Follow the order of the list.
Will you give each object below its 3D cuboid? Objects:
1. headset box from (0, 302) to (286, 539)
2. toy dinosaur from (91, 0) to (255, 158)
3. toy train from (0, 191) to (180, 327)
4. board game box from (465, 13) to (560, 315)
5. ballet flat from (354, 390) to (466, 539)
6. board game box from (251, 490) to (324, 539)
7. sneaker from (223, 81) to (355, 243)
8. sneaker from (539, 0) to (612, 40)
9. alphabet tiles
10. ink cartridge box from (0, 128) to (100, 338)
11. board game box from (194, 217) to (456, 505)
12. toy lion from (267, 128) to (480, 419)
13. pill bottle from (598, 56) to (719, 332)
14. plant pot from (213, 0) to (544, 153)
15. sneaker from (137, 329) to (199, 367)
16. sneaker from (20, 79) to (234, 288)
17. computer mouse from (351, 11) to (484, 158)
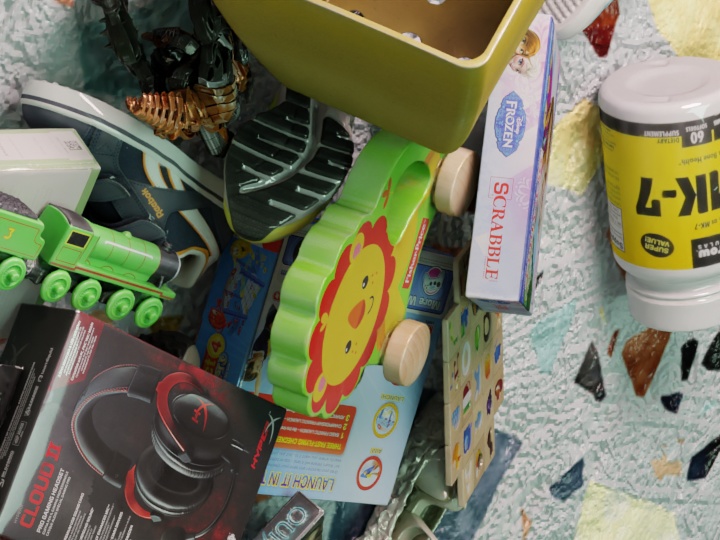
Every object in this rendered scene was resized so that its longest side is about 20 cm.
[{"bbox_3d":[-0.163,0.119,1.444,0.200,0.075,0.149,29,75,-35],"label":"headset box"},{"bbox_3d":[-0.108,-0.133,1.454,0.102,0.200,0.136,-18,104,-5],"label":"toy dinosaur"},{"bbox_3d":[-0.183,-0.009,1.406,0.200,0.042,0.056,18,106,-53],"label":"toy train"},{"bbox_3d":[0.112,-0.072,1.635,0.200,0.041,0.201,25,72,-83],"label":"board game box"},{"bbox_3d":[0.046,0.192,1.756,0.072,0.072,0.200,35,80,-42],"label":"ballet flat"},{"bbox_3d":[-0.102,0.257,1.626,0.200,0.028,0.135,-46,165,-20],"label":"board game box"},{"bbox_3d":[-0.045,-0.070,1.536,0.200,0.078,0.090,-63,176,-50],"label":"sneaker"},{"bbox_3d":[0.210,-0.249,1.741,0.082,0.074,0.200,41,78,-38],"label":"sneaker"},{"bbox_3d":[0.087,0.070,1.728,0.166,0.006,0.201,-51,141,-63],"label":"alphabet tiles"},{"bbox_3d":[-0.271,-0.017,1.384,0.200,0.048,0.146,-3,133,-40],"label":"ink cartridge box"},{"bbox_3d":[-0.033,0.064,1.636,0.200,0.056,0.196,13,96,-49],"label":"board game box"},{"bbox_3d":[0.000,0.000,1.508,0.192,0.068,0.201,11,97,-70],"label":"toy lion"},{"bbox_3d":[0.255,-0.060,1.817,0.114,0.114,0.201,-26,120,-32],"label":"pill bottle"},{"bbox_3d":[0.030,-0.191,1.430,0.200,0.200,0.177,-60,164,-23],"label":"plant pot"},{"bbox_3d":[-0.163,0.137,1.559,0.200,0.070,0.093,-59,139,-8],"label":"sneaker"},{"bbox_3d":[-0.155,-0.052,1.490,0.200,0.078,0.080,34,76,-44],"label":"sneaker"},{"bbox_3d":[0.050,-0.134,1.662,0.110,0.044,0.200,-46,129,-20],"label":"computer mouse"}]
